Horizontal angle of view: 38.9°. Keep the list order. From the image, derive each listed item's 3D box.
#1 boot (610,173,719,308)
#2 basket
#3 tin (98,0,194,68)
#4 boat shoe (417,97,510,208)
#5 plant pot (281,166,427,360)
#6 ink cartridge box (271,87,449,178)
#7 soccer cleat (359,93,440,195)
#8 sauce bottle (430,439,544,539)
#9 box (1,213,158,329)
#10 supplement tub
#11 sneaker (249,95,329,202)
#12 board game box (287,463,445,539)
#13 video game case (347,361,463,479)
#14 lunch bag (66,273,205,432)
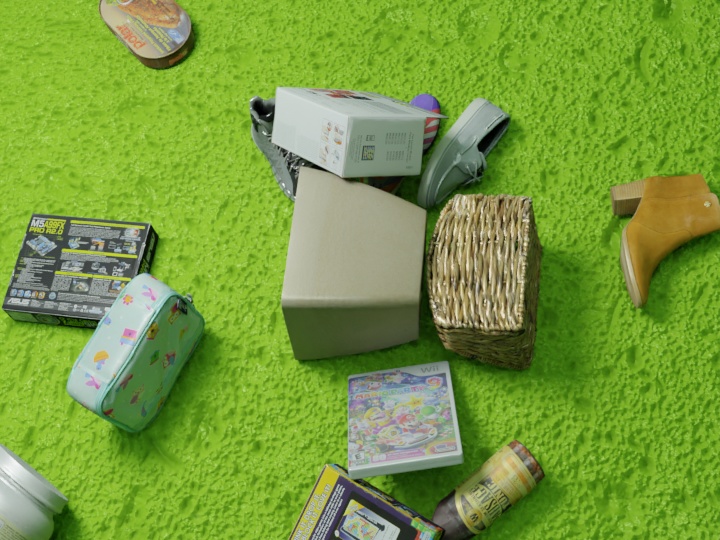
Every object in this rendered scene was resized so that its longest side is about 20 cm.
[{"bbox_3d":[0.427,-0.047,1.400,0.141,0.071,0.204,-6,59,9],"label":"boot"},{"bbox_3d":[0.165,0.017,1.375,0.140,0.149,0.203,1,66,16],"label":"basket"},{"bbox_3d":[-0.359,-0.417,1.715,0.111,0.042,0.200,-37,65,-14],"label":"tin"},{"bbox_3d":[0.156,-0.168,1.500,0.071,0.070,0.202,26,68,23],"label":"boat shoe"},{"bbox_3d":[0.000,0.000,1.378,0.173,0.201,0.203,4,65,4],"label":"plant pot"},{"bbox_3d":[-0.001,-0.195,1.427,0.173,0.085,0.199,-5,22,-33],"label":"ink cartridge box"},{"bbox_3d":[0.061,-0.193,1.523,0.067,0.073,0.202,26,71,19],"label":"soccer cleat"},{"bbox_3d":[0.140,0.298,1.281,0.199,0.066,0.066,-40,65,-7],"label":"sauce bottle"},{"bbox_3d":[-0.415,0.002,1.518,0.196,0.044,0.163,5,65,10],"label":"box"},{"bbox_3d":[-0.487,0.339,1.309,0.144,0.146,0.201,32,72,21],"label":"supplement tub"},{"bbox_3d":[-0.113,-0.184,1.522,0.075,0.116,0.200,-36,64,-10],"label":"sneaker"},{"bbox_3d":[-0.013,0.365,1.244,0.164,0.057,0.203,27,90,21],"label":"board game box"},{"bbox_3d":[0.053,0.188,1.311,0.140,0.018,0.201,-9,28,4],"label":"video game case"},{"bbox_3d":[-0.294,0.113,1.385,0.076,0.161,0.202,26,76,24],"label":"lunch bag"}]
